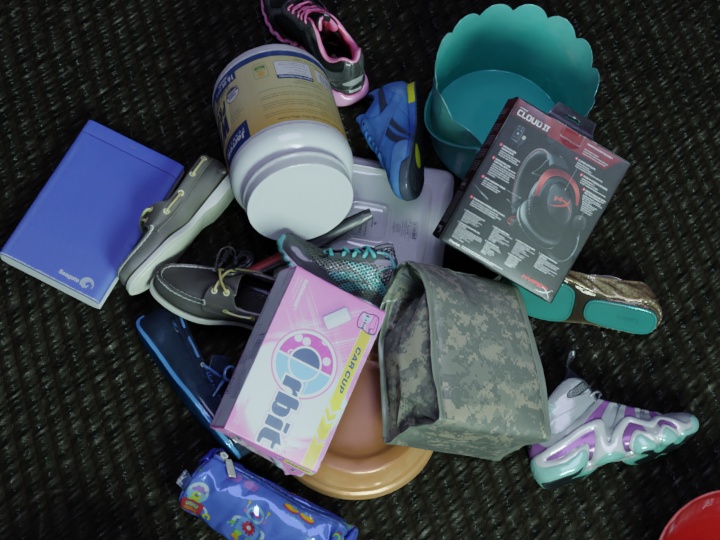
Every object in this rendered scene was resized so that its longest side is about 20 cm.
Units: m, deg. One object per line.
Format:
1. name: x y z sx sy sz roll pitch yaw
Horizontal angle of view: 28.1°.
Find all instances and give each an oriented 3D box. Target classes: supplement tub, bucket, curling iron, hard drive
1. supplement tub: -0.088 -0.146 1.652 0.143 0.145 0.201 -9 49 -9
2. bucket: 0.176 -0.204 1.734 0.206 0.135 0.208 3 65 -5
3. curling iron: -0.080 -0.031 1.660 0.199 0.026 0.050 -21 69 7
4. hard drive: -0.312 -0.068 1.685 0.131 0.025 0.201 26 66 6

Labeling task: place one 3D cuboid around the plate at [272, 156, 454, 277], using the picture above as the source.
1. plate: 0.006 -0.052 1.707 0.199 0.032 0.201 10 65 -1

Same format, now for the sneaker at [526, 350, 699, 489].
1. sneaker: 0.271 0.152 1.617 0.199 0.078 0.141 -14 69 -12

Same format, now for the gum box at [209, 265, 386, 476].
1. gum box: -0.069 0.111 1.535 0.113 0.066 0.201 28 77 -16

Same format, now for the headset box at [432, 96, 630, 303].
1. headset box: 0.194 -0.088 1.602 0.148 0.075 0.201 29 93 -6

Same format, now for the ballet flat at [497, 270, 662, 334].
1. ballet flat: 0.255 0.027 1.688 0.199 0.071 0.065 15 38 -2

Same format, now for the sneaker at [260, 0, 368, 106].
1. sneaker: -0.054 -0.301 1.777 0.079 0.096 0.200 -33 69 -16

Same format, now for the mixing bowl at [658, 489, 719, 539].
1. mixing bowl: 0.392 0.343 1.527 0.199 0.109 0.201 2 66 -5

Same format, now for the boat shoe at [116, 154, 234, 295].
1. boat shoe: -0.219 -0.055 1.664 0.060 0.072 0.202 36 61 6

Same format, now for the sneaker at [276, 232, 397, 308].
1. sneaker: 0.000 0.000 1.626 0.199 0.078 0.091 31 99 -16

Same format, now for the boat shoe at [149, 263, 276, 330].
1. boat shoe: -0.136 0.027 1.610 0.200 0.061 0.072 17 49 -3

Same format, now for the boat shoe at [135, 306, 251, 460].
1. boat shoe: -0.172 0.114 1.587 0.068 0.084 0.200 -33 75 -16

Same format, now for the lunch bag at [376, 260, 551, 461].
1. lunch bag: 0.108 0.094 1.581 0.163 0.117 0.201 12 63 -34

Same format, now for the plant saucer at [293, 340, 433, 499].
1. plant saucer: -0.007 0.155 1.611 0.199 0.038 0.201 2 66 -5

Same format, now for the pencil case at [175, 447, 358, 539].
1. pencil case: -0.098 0.261 1.528 0.199 0.087 0.078 30 34 7

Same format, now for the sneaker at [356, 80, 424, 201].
1. sneaker: 0.035 -0.151 1.718 0.078 0.066 0.201 -7 44 8
